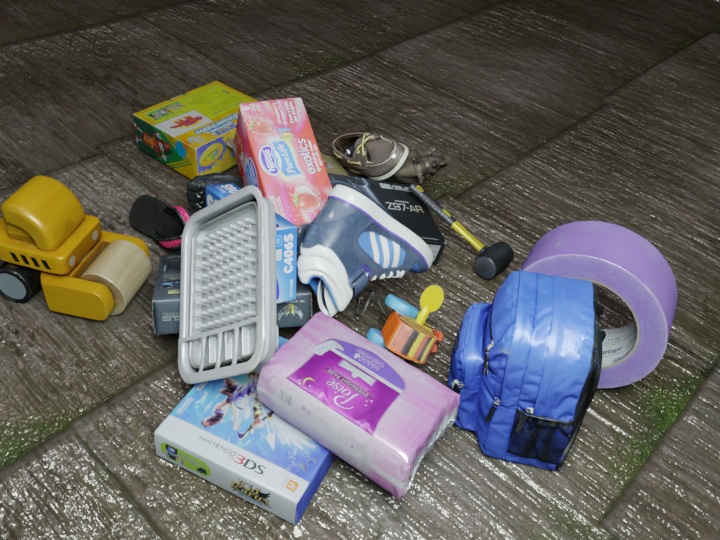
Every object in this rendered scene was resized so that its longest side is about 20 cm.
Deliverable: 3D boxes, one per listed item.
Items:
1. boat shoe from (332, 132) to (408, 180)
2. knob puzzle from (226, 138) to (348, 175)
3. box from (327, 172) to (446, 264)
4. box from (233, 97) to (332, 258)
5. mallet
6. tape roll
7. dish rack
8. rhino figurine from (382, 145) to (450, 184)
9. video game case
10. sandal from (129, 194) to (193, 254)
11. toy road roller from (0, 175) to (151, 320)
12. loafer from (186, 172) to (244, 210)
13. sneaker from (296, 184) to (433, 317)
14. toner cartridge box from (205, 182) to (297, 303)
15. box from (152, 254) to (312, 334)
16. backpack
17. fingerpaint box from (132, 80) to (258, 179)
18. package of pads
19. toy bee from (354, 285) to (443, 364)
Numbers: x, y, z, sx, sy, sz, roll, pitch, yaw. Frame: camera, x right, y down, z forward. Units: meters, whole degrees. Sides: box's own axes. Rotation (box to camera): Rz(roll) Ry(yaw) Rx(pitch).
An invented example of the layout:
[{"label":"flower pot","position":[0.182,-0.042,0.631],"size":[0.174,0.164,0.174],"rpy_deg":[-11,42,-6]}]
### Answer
[{"label":"boat shoe","position":[0.012,-0.200,1.180],"size":[0.059,0.072,0.200],"rpy_deg":[36,-5,-27]},{"label":"knob puzzle","position":[-0.107,-0.175,1.204],"size":[0.217,0.031,0.220],"rpy_deg":[18,25,-9]},{"label":"box","position":[0.018,-0.083,1.090],"size":[0.197,0.044,0.161],"rpy_deg":[6,38,-23]},{"label":"box","position":[-0.105,-0.125,0.958],"size":[0.094,0.100,0.202],"rpy_deg":[-10,66,-21]},{"label":"mallet","position":[0.146,-0.064,1.084],"size":[0.199,0.041,0.066],"rpy_deg":[38,45,8]},{"label":"tape roll","position":[0.293,0.045,0.889],"size":[0.198,0.202,0.085],"rpy_deg":[22,42,18]},{"label":"dish rack","position":[-0.144,0.020,0.784],"size":[0.043,0.170,0.203],"rpy_deg":[10,71,-42]},{"label":"rhino figurine","position":[0.087,-0.176,1.179],"size":[0.086,0.061,0.199],"rpy_deg":[-18,15,-22]},{"label":"video game case","position":[-0.104,0.165,0.808],"size":[0.179,0.046,0.200],"rpy_deg":[21,41,14]},{"label":"sandal","position":[-0.276,-0.063,1.029],"size":[0.198,0.045,0.076],"rpy_deg":[21,86,24]},{"label":"toy road roller","position":[-0.388,-0.035,0.922],"size":[0.197,0.147,0.124],"rpy_deg":[13,40,7]},{"label":"loafer","position":[-0.161,-0.106,1.046],"size":[0.198,0.069,0.071],"rpy_deg":[15,35,6]},{"label":"sneaker","position":[0.000,0.000,0.888],"size":[0.080,0.199,0.148],"rpy_deg":[16,76,46]},{"label":"toner cartridge box","position":[-0.144,-0.039,0.892],"size":[0.043,0.096,0.199],"rpy_deg":[-12,26,-30]},{"label":"box","position":[-0.170,0.025,0.927],"size":[0.197,0.052,0.158],"rpy_deg":[-3,22,-11]},{"label":"backpack","position":[0.189,0.106,0.801],"size":[0.165,0.202,0.164],"rpy_deg":[10,40,4]},{"label":"fingerpaint box","position":[-0.275,-0.253,1.256],"size":[0.166,0.074,0.200],"rpy_deg":[29,45,25]},{"label":"package of pads","position":[-0.003,0.142,0.761],"size":[0.198,0.076,0.120],"rpy_deg":[29,44,19]},{"label":"toy bee","position":[0.068,0.073,0.897],"size":[0.108,0.132,0.201],"rpy_deg":[26,26,-15]}]
